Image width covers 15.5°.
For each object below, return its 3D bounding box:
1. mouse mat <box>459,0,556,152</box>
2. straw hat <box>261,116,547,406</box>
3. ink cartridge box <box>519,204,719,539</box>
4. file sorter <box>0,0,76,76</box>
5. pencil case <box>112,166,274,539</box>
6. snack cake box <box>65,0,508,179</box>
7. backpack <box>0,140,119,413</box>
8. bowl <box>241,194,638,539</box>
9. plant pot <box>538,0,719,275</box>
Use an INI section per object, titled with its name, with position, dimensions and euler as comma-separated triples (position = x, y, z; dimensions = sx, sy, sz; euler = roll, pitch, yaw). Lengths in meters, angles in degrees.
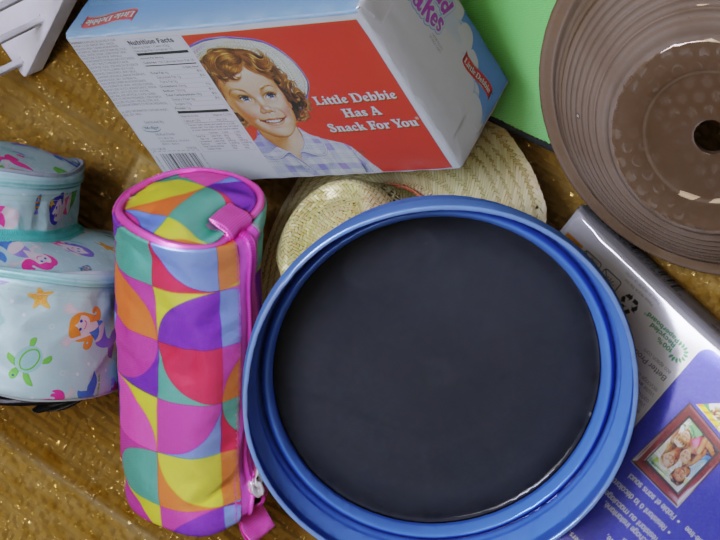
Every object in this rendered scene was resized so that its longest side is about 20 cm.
[mouse mat]
position = 0.071, -0.155, 1.352
dimensions = 0.199, 0.008, 0.161
euler = 26, 119, 3
[straw hat]
position = 0.000, 0.000, 1.379
dimensions = 0.200, 0.085, 0.202
euler = -6, 79, 31
[ink cartridge box]
position = 0.127, 0.105, 1.384
dimensions = 0.198, 0.047, 0.200
euler = 43, 109, 13
[file sorter]
position = -0.230, -0.189, 1.410
dimensions = 0.139, 0.124, 0.200
euler = 54, 146, 10
[pencil case]
position = -0.085, 0.046, 1.396
dimensions = 0.088, 0.088, 0.201
euler = 11, 125, 20
[snack cake box]
position = -0.040, -0.110, 1.363
dimensions = 0.199, 0.067, 0.115
euler = -1, 137, 38
[backpack]
position = -0.215, 0.003, 1.437
dimensions = 0.199, 0.178, 0.151
euler = 16, 98, 9
[bowl]
position = 0.039, 0.056, 1.330
dimensions = 0.200, 0.039, 0.201
euler = -1, 109, -2
[plant pot]
position = 0.180, -0.080, 1.296
dimensions = 0.200, 0.093, 0.202
euler = 6, 114, 13
